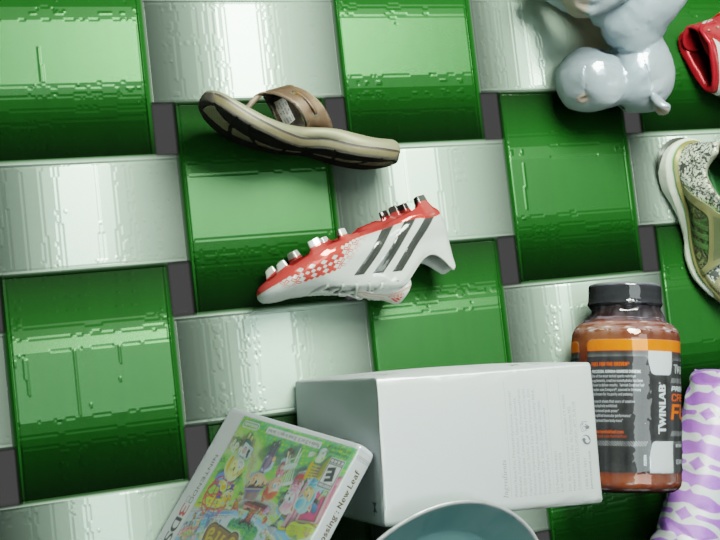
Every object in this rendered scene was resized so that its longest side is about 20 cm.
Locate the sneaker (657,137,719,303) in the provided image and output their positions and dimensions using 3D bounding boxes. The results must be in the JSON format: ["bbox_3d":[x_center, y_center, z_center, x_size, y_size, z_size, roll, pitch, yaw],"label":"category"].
[{"bbox_3d":[0.376,-0.048,1.311,0.077,0.089,0.200,-28,95,-22],"label":"sneaker"}]

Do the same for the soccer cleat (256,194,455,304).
[{"bbox_3d":[0.000,0.000,1.169,0.200,0.069,0.085,-25,89,-27],"label":"soccer cleat"}]

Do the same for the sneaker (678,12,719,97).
[{"bbox_3d":[0.407,-0.276,1.356,0.115,0.078,0.200,12,79,-21],"label":"sneaker"}]

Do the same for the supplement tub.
[{"bbox_3d":[0.257,0.113,1.237,0.107,0.107,0.201,3,84,-21],"label":"supplement tub"}]

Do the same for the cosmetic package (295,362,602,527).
[{"bbox_3d":[0.069,0.145,1.107,0.200,0.199,0.123,-4,86,-22],"label":"cosmetic package"}]

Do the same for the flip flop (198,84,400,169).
[{"bbox_3d":[-0.053,-0.135,1.154,0.200,0.081,0.058,10,85,-25],"label":"flip flop"}]

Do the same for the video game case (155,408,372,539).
[{"bbox_3d":[-0.094,0.208,1.038,0.022,0.200,0.182,39,71,-32],"label":"video game case"}]

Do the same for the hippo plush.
[{"bbox_3d":[0.261,-0.243,1.281,0.200,0.159,0.161,-7,118,-8],"label":"hippo plush"}]

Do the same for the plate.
[{"bbox_3d":[0.058,0.267,1.009,0.200,0.026,0.201,-9,111,-24],"label":"plate"}]

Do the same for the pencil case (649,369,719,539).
[{"bbox_3d":[0.347,0.197,1.275,0.084,0.085,0.200,22,77,-14],"label":"pencil case"}]
